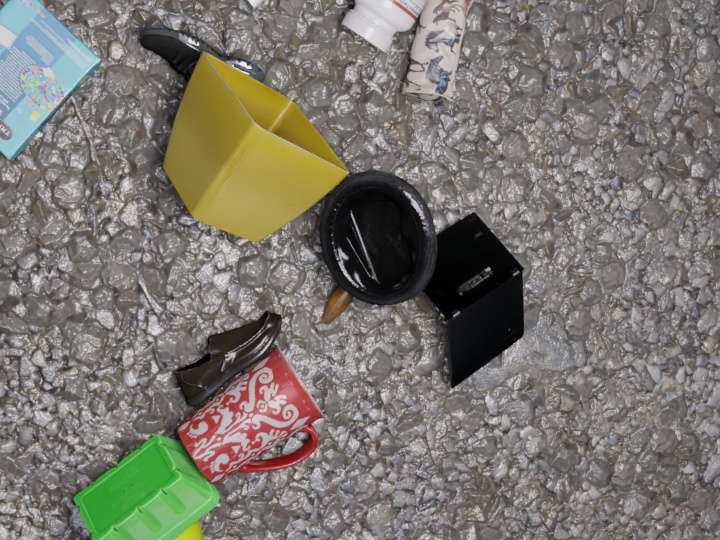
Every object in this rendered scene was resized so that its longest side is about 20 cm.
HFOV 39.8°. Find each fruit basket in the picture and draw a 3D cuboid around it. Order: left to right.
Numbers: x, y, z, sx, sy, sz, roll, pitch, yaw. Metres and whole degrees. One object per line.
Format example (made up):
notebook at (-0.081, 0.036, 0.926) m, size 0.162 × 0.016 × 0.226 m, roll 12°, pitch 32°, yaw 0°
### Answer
fruit basket at (-0.313, 0.379, 1.536) m, size 0.213 × 0.156 × 0.218 m, roll -25°, pitch 141°, yaw -22°

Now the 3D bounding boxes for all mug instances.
mug at (-0.161, 0.246, 1.538) m, size 0.199 × 0.133 × 0.179 m, roll -34°, pitch 92°, yaw -6°

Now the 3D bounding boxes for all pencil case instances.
pencil case at (0.130, -0.367, 1.580) m, size 0.088 × 0.078 × 0.204 m, roll 14°, pitch 91°, yaw 7°

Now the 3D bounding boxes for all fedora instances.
fedora at (0.034, -0.054, 1.484) m, size 0.197 × 0.092 × 0.204 m, roll 5°, pitch 107°, yaw 15°

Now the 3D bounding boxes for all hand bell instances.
hand bell at (0.000, 0.000, 1.590) m, size 0.103 × 0.104 × 0.201 m, roll 33°, pitch 99°, yaw -12°

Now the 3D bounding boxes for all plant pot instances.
plant pot at (-0.173, -0.163, 1.455) m, size 0.199 × 0.201 × 0.177 m, roll 22°, pitch 114°, yaw -48°

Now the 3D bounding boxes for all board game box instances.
board game box at (-0.505, -0.289, 1.466) m, size 0.151 × 0.047 × 0.200 m, roll 43°, pitch 85°, yaw -12°

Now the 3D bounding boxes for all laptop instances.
laptop at (0.168, 0.046, 1.622) m, size 0.186 × 0.116 × 0.201 m, roll -30°, pitch 73°, yaw -33°

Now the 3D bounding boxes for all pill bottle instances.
pill bottle at (0.057, -0.445, 1.531) m, size 0.111 × 0.112 × 0.202 m, roll 31°, pitch 100°, yaw -13°

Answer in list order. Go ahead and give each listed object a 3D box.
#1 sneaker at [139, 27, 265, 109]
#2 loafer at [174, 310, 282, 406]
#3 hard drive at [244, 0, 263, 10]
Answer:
sneaker at (-0.246, -0.305, 1.508) m, size 0.197 × 0.073 × 0.083 m, roll 22°, pitch 91°, yaw -12°
loafer at (-0.207, 0.126, 1.550) m, size 0.199 × 0.073 × 0.072 m, roll -41°, pitch 103°, yaw -6°
hard drive at (-0.137, -0.522, 1.538) m, size 0.200 × 0.027 × 0.132 m, roll -43°, pitch 102°, yaw -6°
